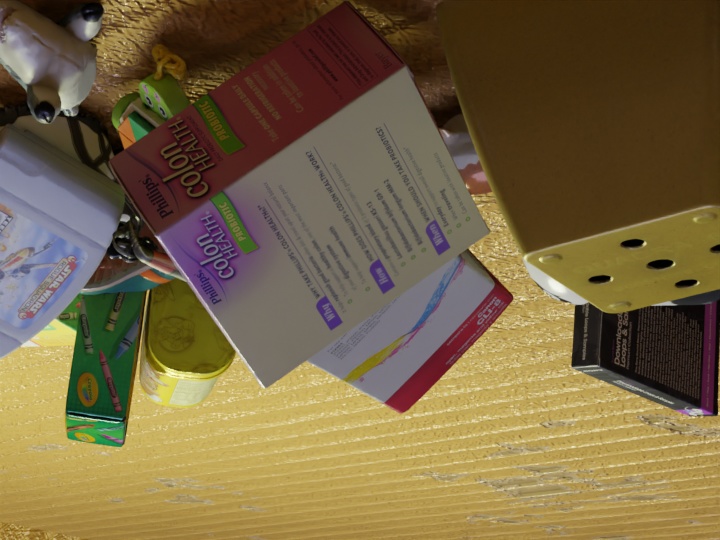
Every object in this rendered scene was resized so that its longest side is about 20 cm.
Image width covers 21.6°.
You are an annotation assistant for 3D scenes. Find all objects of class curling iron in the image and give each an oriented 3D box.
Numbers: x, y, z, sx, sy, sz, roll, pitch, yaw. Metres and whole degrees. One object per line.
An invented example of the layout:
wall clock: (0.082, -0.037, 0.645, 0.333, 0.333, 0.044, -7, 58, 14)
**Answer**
curling iron: (-0.128, -0.002, 1.551, 0.026, 0.050, 0.200, -42, 142, 21)

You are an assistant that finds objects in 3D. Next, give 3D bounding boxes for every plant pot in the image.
plant pot: (0.185, -0.084, 1.217, 0.199, 0.177, 0.200, -15, 156, 29)

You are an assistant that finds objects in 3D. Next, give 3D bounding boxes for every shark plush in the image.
shark plush: (-0.230, -0.161, 1.369, 0.083, 0.091, 0.200, 24, -176, 1)

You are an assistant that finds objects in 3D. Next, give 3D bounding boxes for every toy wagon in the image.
toy wagon: (-0.134, -0.077, 1.416, 0.155, 0.040, 0.200, 38, 153, 40)

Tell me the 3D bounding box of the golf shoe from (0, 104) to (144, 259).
golf shoe: (-0.235, -0.072, 1.546, 0.078, 0.095, 0.200, -6, 159, 33)

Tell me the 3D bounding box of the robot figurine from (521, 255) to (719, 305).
robot figurine: (0.223, -0.031, 1.489, 0.199, 0.125, 0.150, -1, 169, -13)

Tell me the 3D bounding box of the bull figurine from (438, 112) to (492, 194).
bull figurine: (0.098, -0.099, 1.428, 0.200, 0.065, 0.121, -16, 147, 35)

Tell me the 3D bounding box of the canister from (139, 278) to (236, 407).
canister: (-0.167, 0.048, 1.828, 0.086, 0.149, 0.200, 7, 165, -8)

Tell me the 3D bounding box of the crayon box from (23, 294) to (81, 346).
crayon box: (-0.357, 0.024, 1.918, 0.118, 0.058, 0.200, -2, 162, 19)

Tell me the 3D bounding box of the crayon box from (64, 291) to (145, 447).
crayon box: (-0.234, 0.054, 1.771, 0.058, 0.201, 0.119, 8, 163, -5)

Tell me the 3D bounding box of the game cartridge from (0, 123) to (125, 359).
game cartridge: (-0.286, -0.014, 1.522, 0.133, 0.042, 0.200, 33, 115, -24)

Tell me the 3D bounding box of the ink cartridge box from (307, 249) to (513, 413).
ink cartridge box: (0.000, 0.000, 1.547, 0.145, 0.145, 0.200, -46, 150, 7)

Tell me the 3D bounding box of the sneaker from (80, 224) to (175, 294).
sneaker: (-0.171, -0.026, 1.677, 0.199, 0.072, 0.080, -14, 174, -8)

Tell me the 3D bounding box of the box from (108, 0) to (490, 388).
box: (-0.039, -0.050, 1.307, 0.200, 0.097, 0.176, -35, 135, -4)

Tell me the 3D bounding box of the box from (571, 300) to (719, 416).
box: (0.262, 0.042, 1.712, 0.036, 0.143, 0.200, -8, 158, 39)
